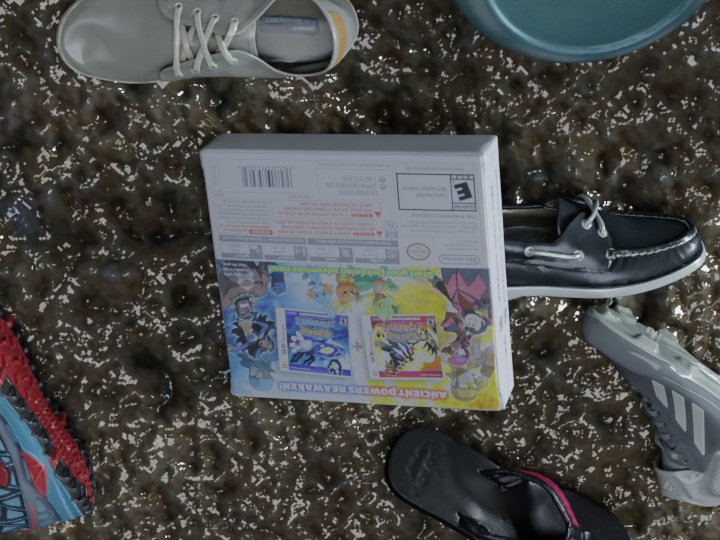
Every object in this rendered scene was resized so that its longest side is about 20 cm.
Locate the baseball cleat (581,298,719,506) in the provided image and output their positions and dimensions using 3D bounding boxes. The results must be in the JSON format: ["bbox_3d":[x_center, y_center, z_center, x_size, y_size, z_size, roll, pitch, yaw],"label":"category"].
[{"bbox_3d":[0.223,0.106,1.282,0.199,0.070,0.107,31,106,-14],"label":"baseball cleat"}]

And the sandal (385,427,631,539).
[{"bbox_3d":[0.111,0.175,1.293,0.199,0.045,0.076,27,70,-12],"label":"sandal"}]

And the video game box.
[{"bbox_3d":[0.000,0.000,1.206,0.198,0.047,0.184,2,111,18],"label":"video game box"}]

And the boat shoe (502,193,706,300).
[{"bbox_3d":[0.136,-0.020,1.224,0.198,0.076,0.061,-9,118,-1],"label":"boat shoe"}]

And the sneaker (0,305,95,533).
[{"bbox_3d":[-0.265,0.104,1.246,0.095,0.079,0.201,-22,111,7],"label":"sneaker"}]

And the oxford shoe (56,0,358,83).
[{"bbox_3d":[-0.100,-0.155,1.166,0.198,0.058,0.076,-1,114,-1],"label":"oxford shoe"}]

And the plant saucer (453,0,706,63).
[{"bbox_3d":[0.150,-0.208,1.138,0.198,0.028,0.201,-5,133,-5],"label":"plant saucer"}]
